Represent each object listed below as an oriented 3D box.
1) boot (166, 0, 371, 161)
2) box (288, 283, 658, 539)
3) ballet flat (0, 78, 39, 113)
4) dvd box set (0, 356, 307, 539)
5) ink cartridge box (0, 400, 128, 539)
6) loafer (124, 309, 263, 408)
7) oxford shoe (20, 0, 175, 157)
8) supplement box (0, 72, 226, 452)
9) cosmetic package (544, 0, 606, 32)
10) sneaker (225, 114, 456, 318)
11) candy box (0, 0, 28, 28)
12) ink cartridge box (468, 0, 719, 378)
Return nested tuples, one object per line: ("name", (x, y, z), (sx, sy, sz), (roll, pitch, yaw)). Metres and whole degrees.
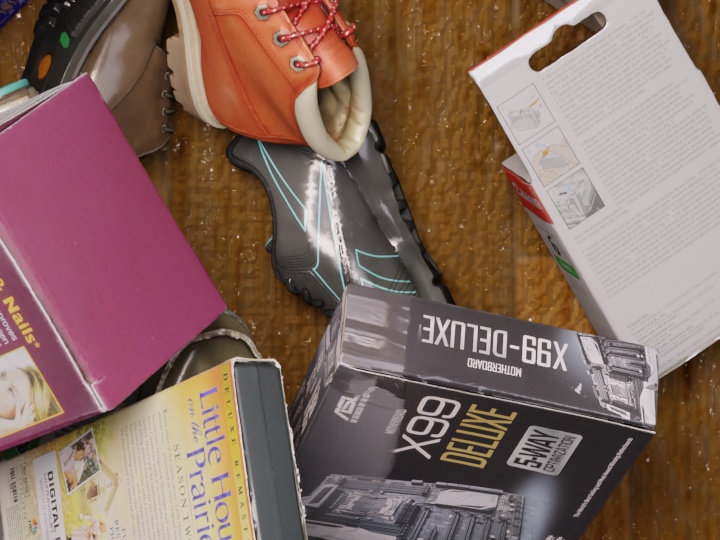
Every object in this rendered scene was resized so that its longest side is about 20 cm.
("boot", (-0.045, -0.139, 1.396), (0.075, 0.107, 0.200), (-43, 142, -26))
("box", (0.044, 0.089, 1.439), (0.157, 0.200, 0.050), (12, 57, -9))
("ballet flat", (-0.221, -0.034, 1.421), (0.200, 0.067, 0.062), (-22, 93, 34))
("dvd box set", (-0.093, 0.133, 1.289), (0.029, 0.200, 0.147), (2, 72, -38))
("ink cartridge box", (-0.123, 0.159, 1.433), (0.083, 0.147, 0.201), (5, 93, -28))
("loafer", (-0.063, 0.116, 1.339), (0.075, 0.070, 0.201), (-5, 96, -27))
("oxford shoe", (-0.126, -0.104, 1.474), (0.084, 0.073, 0.200), (31, 88, -28))
("supplement box", (-0.183, 0.012, 1.314), (0.103, 0.200, 0.131), (-41, 105, -48))
("cosmetic package", (0.149, -0.229, 1.476), (0.073, 0.104, 0.200), (36, 88, 35))
("sneaker", (0.000, 0.000, 1.496), (0.079, 0.075, 0.200), (-25, 87, 3))
("candy box", (-0.172, -0.184, 1.403), (0.077, 0.169, 0.200), (44, 86, -1))
("ink cartridge box", (0.139, -0.053, 1.495), (0.109, 0.050, 0.200), (-34, 110, -6))
